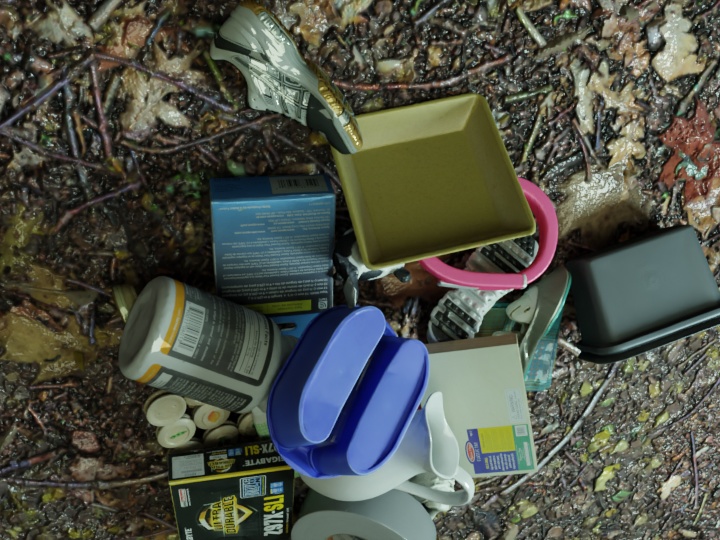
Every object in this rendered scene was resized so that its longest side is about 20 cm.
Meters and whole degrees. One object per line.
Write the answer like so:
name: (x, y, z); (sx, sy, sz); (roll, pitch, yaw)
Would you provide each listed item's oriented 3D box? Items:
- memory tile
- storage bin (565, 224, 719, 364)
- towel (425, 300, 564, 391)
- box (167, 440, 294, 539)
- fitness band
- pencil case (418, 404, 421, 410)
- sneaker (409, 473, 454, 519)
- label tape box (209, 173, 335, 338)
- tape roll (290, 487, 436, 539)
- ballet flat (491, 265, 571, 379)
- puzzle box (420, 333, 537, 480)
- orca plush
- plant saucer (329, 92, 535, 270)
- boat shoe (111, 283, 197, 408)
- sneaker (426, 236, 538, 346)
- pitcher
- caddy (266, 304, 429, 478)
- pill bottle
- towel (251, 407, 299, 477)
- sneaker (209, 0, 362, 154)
memory tile: (-0.167, 0.174, 0.988); (0.198, 0.017, 0.154); (-22, 133, -16)
storage bin: (0.375, 0.026, 1.038); (0.198, 0.146, 0.136); (-17, 90, -5)
towel: (0.186, 0.110, 1.083); (0.197, 0.022, 0.148); (-1, 114, -13)
box: (-0.170, 0.307, 1.038); (0.158, 0.050, 0.201); (-6, 136, -13)
fitness band: (0.150, -0.049, 0.952); (0.197, 0.037, 0.146); (4, 82, -12)
pencil case: (0.122, 0.180, 1.035); (0.199, 0.088, 0.089); (34, 104, -8)
sneaker: (0.115, 0.294, 1.107); (0.077, 0.100, 0.202); (16, 110, -20)
label tape box: (-0.106, -0.011, 0.929); (0.141, 0.066, 0.202); (-4, 124, -12)
tape roll: (0.005, 0.377, 1.085); (0.198, 0.066, 0.202); (11, 129, 13)
ballet flat: (0.214, 0.080, 1.030); (0.063, 0.068, 0.202); (18, 108, -8)
puzzle box: (0.144, 0.175, 0.966); (0.131, 0.025, 0.202); (-8, 117, 12)
orca plush: (0.000, 0.000, 0.903); (0.105, 0.200, 0.071); (42, 114, -10)
plant saucer: (0.075, -0.097, 0.890); (0.198, 0.202, 0.049); (-12, 155, -8)
boat shoe: (-0.233, 0.084, 0.945); (0.062, 0.073, 0.201); (-31, 129, -5)
sneaker: (0.153, 0.024, 1.003); (0.075, 0.081, 0.200); (43, 74, 6)
pitcher: (0.031, 0.238, 0.963); (0.198, 0.122, 0.173); (-14, 117, 28)
caddy: (-0.016, 0.131, 0.851); (0.141, 0.105, 0.201); (37, 67, -17)
pill bottle: (-0.159, 0.093, 0.870); (0.199, 0.117, 0.117); (25, 107, -30)
towel: (-0.066, 0.199, 1.035); (0.148, 0.031, 0.201); (-16, 133, -9)
sneaker: (-0.081, -0.196, 0.851); (0.087, 0.076, 0.200); (-38, 107, 14)
